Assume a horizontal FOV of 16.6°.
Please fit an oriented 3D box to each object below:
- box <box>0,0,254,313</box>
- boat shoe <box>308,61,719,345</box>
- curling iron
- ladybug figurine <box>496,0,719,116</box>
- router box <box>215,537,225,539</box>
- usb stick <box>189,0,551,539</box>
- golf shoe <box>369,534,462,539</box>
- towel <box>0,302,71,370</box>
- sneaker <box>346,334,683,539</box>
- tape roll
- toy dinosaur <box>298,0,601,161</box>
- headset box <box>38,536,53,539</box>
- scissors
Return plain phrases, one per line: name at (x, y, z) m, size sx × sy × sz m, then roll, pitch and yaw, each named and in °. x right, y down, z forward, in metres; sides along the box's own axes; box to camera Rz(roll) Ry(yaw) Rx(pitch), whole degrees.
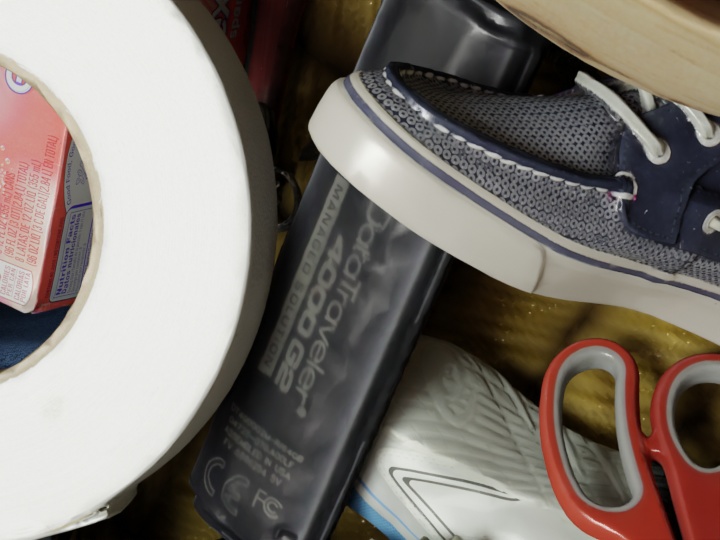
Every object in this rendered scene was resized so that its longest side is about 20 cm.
box at (-0.098, -0.099, 0.824) m, size 0.094 × 0.102 × 0.201 m, roll 22°, pitch 111°, yaw 27°
boat shoe at (0.083, -0.040, 0.681) m, size 0.093 × 0.199 × 0.075 m, roll -56°, pitch 43°, yaw 19°
curling iron at (-0.019, -0.103, 0.816) m, size 0.050 × 0.025 × 0.201 m, roll -140°, pitch 60°, yaw -62°
ladybug figurine at (0.087, -0.118, 0.626) m, size 0.199 × 0.072 × 0.136 m, roll 33°, pitch 112°, yaw -1°
router box at (-0.029, 0.187, 0.802) m, size 0.062 × 0.150 × 0.201 m, roll -26°, pitch 84°, yaw 6°
usb stick at (0.000, 0.000, 0.748) m, size 0.055 × 0.033 × 0.201 m, roll 35°, pitch 116°, yaw 26°
golf shoe at (0.035, 0.180, 0.767) m, size 0.078 × 0.097 × 0.200 m, roll -18°, pitch 118°, yaw 46°
towel at (-0.156, 0.034, 0.879) m, size 0.199 × 0.111 × 0.049 m, roll 2°, pitch 105°, yaw 32°
sneaker at (0.071, 0.094, 0.782) m, size 0.200 × 0.072 × 0.073 m, roll 34°, pitch 137°, yaw 20°
tape roll at (-0.124, -0.016, 0.753) m, size 0.201 × 0.037 × 0.204 m, roll 1°, pitch 95°, yaw 11°
toy dinosaur at (0.059, -0.096, 0.756) m, size 0.200 × 0.077 × 0.103 m, roll -34°, pitch 69°, yaw 37°
headset box at (-0.170, 0.155, 0.871) m, size 0.200 × 0.092 × 0.175 m, roll 14°, pitch 110°, yaw 63°
scissors at (0.095, 0.105, 0.722) m, size 0.073 × 0.014 × 0.201 m, roll -2°, pitch 57°, yaw -2°
